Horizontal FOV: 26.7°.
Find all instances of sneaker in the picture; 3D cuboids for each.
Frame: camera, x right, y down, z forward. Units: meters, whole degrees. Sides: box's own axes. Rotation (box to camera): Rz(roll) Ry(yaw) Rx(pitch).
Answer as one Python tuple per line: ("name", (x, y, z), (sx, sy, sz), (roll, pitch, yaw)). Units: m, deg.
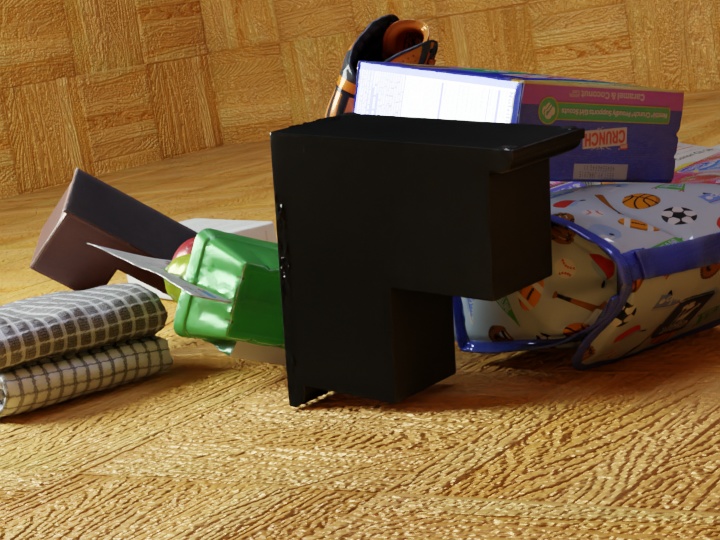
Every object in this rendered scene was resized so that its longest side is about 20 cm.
("sneaker", (0.058, -0.162, 1.309), (0.199, 0.113, 0.077), (-17, 41, -43))

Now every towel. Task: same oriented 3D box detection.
("towel", (-0.279, 0.060, 1.286), (0.165, 0.086, 0.199), (-16, 11, -39))

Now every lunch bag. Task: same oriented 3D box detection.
("lunch bag", (0.182, -0.001, 1.087), (0.169, 0.125, 0.200), (-13, 2, -33))

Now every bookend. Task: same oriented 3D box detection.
("bookend", (0.046, 0.000, 1.035), (0.199, 0.200, 0.092), (7, 17, 37))

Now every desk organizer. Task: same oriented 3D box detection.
("desk organizer", (-0.197, -0.003, 1.403), (0.199, 0.077, 0.072), (29, 31, -18))

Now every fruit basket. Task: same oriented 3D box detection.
("fruit basket", (-0.106, 0.018, 1.247), (0.185, 0.094, 0.200), (12, -1, -37))

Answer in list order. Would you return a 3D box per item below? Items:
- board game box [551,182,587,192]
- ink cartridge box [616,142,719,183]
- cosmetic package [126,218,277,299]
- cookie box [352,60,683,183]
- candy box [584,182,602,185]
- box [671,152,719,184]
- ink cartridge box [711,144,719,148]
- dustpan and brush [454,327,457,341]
("board game box", (0.075, -0.059, 1.354), (0.200, 0.097, 0.159), (34, 35, 32))
("ink cartridge box", (0.326, -0.076, 1.465), (0.199, 0.068, 0.116), (13, 22, 41))
("cosmetic package", (-0.178, -0.012, 1.671), (0.101, 0.072, 0.200), (-15, 11, -29))
("cookie box", (0.117, -0.115, 1.172), (0.170, 0.076, 0.200), (-1, 11, -37))
("candy box", (0.139, -0.053, 1.554), (0.199, 0.057, 0.117), (-13, -8, -23))
("box", (0.308, -0.039, 1.256), (0.095, 0.100, 0.200), (-3, 12, 35))
("ink cartridge box", (0.469, -0.117, 1.766), (0.199, 0.050, 0.160), (6, 17, 45))
("dustpan and brush", (0.039, -0.034, 1.216), (0.139, 0.201, 0.057), (8, -22, -12))
